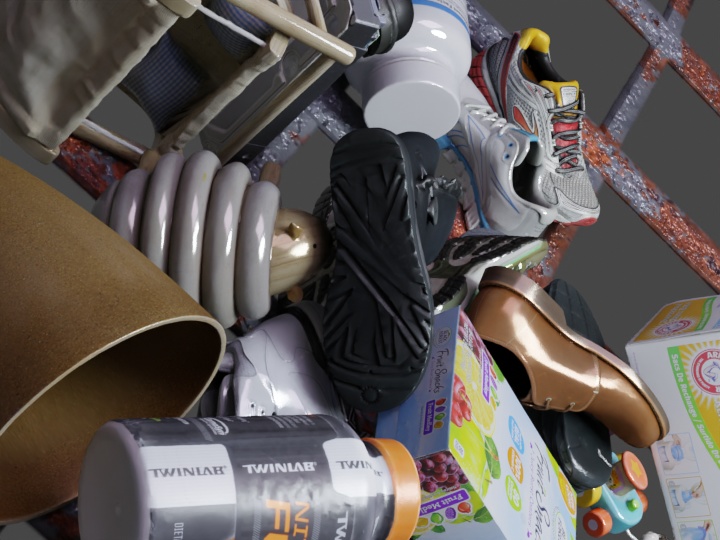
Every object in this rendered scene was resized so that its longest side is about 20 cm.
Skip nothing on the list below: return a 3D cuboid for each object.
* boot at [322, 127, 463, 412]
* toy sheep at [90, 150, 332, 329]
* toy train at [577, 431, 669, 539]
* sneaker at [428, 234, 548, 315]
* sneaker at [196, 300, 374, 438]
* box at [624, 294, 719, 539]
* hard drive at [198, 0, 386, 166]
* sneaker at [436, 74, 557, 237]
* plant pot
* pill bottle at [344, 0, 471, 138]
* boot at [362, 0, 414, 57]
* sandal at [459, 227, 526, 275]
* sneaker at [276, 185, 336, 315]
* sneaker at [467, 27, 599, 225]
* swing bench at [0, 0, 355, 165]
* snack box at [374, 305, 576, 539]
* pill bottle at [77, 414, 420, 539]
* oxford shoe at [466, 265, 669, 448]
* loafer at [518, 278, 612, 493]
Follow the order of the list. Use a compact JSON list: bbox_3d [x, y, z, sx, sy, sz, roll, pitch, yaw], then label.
[{"bbox_3d":[0.028,-0.005,1.303,0.168,0.076,0.200,-2,88,-75],"label":"boot"},{"bbox_3d":[-0.119,-0.023,1.266,0.200,0.138,0.138,2,50,4],"label":"toy sheep"},{"bbox_3d":[0.234,0.144,1.525,0.150,0.056,0.200,27,45,-26],"label":"toy train"},{"bbox_3d":[0.084,0.031,1.430,0.200,0.077,0.089,-33,121,-45],"label":"sneaker"},{"bbox_3d":[-0.046,0.125,1.267,0.115,0.075,0.200,-15,80,-36],"label":"sneaker"},{"bbox_3d":[0.303,0.129,1.501,0.112,0.101,0.200,-32,108,-59],"label":"box"},{"bbox_3d":[-0.065,-0.185,1.380,0.038,0.200,0.140,9,56,-39],"label":"hard drive"},{"bbox_3d":[0.120,-0.109,1.586,0.075,0.087,0.200,-4,63,-43],"label":"sneaker"},{"bbox_3d":[-0.214,0.020,1.121,0.186,0.186,0.200,-16,60,-48],"label":"plant pot"},{"bbox_3d":[0.037,-0.211,1.565,0.112,0.112,0.200,22,49,-30],"label":"pill bottle"},{"bbox_3d":[0.042,-0.245,1.436,0.158,0.079,0.211,-18,30,-11],"label":"boot"},{"bbox_3d":[0.087,0.050,1.477,0.076,0.043,0.200,25,56,-19],"label":"sandal"},{"bbox_3d":[0.000,0.000,1.403,0.085,0.077,0.200,44,41,-21],"label":"sneaker"},{"bbox_3d":[0.166,-0.130,1.648,0.078,0.082,0.200,-6,66,-45],"label":"sneaker"},{"bbox_3d":[-0.149,-0.168,1.289,0.200,0.199,0.130,8,56,-39],"label":"swing bench"},{"bbox_3d":[0.086,0.154,1.298,0.200,0.068,0.169,59,22,-28],"label":"snack box"},{"bbox_3d":[-0.063,0.141,1.115,0.200,0.106,0.106,1,60,-31],"label":"pill bottle"},{"bbox_3d":[0.152,0.084,1.381,0.200,0.071,0.071,38,65,-19],"label":"oxford shoe"},{"bbox_3d":[0.154,0.095,1.472,0.073,0.072,0.200,33,43,-29],"label":"loafer"}]
